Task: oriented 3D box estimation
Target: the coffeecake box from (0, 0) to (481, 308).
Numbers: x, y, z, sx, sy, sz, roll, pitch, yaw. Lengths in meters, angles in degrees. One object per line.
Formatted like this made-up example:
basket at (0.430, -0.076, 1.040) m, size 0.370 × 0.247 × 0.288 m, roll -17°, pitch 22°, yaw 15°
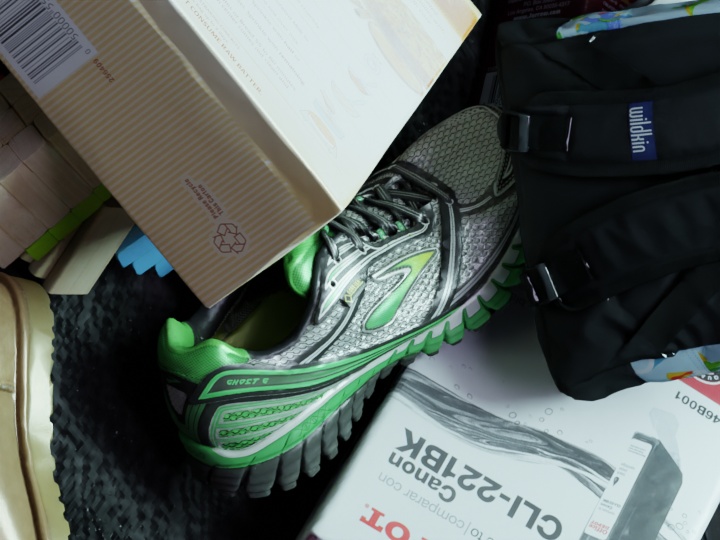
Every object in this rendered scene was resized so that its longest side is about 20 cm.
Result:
coffeecake box at (-0.050, -0.103, 1.077) m, size 0.154 × 0.073 × 0.200 m, roll 50°, pitch 29°, yaw -9°

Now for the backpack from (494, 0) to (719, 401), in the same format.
backpack at (0.174, -0.042, 1.138) m, size 0.154 × 0.199 × 0.164 m, roll 1°, pitch 75°, yaw -57°

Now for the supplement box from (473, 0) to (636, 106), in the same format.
supplement box at (0.123, -0.130, 1.329) m, size 0.109 × 0.061 × 0.201 m, roll 30°, pitch 66°, yaw -40°

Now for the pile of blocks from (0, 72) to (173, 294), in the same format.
pile of blocks at (-0.099, -0.040, 1.115) m, size 0.200 × 0.082 × 0.062 m, roll 6°, pitch 38°, yaw -53°

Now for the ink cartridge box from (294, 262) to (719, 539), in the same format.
ink cartridge box at (0.072, 0.087, 1.196) m, size 0.144 × 0.084 × 0.200 m, roll 31°, pitch 59°, yaw 1°

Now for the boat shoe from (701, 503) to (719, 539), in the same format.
boat shoe at (0.186, 0.058, 1.313) m, size 0.074 × 0.086 × 0.203 m, roll -20°, pitch 119°, yaw -27°

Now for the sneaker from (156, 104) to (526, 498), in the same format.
sneaker at (0.000, 0.000, 1.144) m, size 0.200 × 0.078 × 0.085 m, roll -46°, pitch 138°, yaw -23°

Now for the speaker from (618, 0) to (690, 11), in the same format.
speaker at (0.180, -0.036, 1.244) m, size 0.081 × 0.081 × 0.200 m, roll -29°, pitch 91°, yaw -42°

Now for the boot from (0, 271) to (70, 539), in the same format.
boot at (-0.200, 0.066, 0.991) m, size 0.200 × 0.066 × 0.176 m, roll 12°, pitch 65°, yaw -44°
